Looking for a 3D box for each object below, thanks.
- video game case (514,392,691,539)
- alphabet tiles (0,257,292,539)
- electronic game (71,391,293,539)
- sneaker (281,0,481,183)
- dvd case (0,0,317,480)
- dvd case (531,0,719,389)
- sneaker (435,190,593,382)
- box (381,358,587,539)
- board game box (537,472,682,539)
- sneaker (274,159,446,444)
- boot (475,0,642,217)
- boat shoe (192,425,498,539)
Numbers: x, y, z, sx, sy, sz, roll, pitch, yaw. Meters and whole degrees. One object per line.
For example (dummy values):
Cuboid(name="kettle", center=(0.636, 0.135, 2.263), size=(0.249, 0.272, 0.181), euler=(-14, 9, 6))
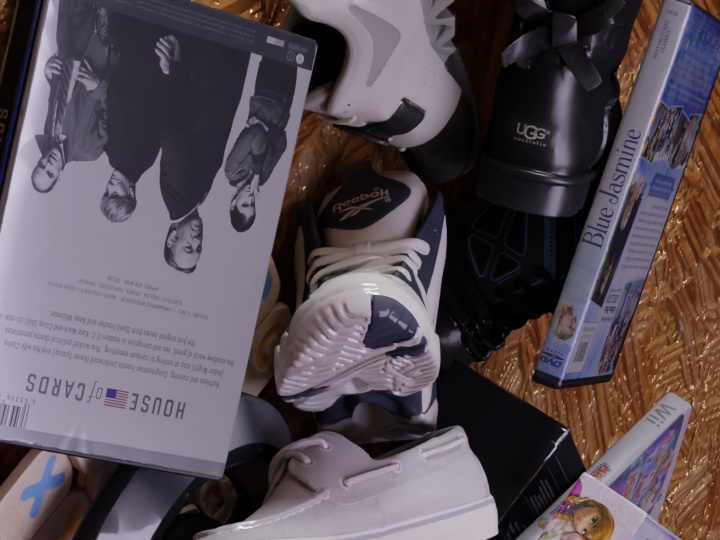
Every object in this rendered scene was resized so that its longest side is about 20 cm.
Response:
Cuboid(name="video game case", center=(0.100, 0.166, 1.485), size=(0.200, 0.018, 0.143), euler=(-40, 152, -37))
Cuboid(name="alphabet tiles", center=(-0.094, 0.070, 1.298), size=(0.196, 0.015, 0.200), euler=(-52, 150, -24))
Cuboid(name="electronic game", center=(-0.087, 0.151, 1.315), size=(0.200, 0.042, 0.200), euler=(-42, 143, -44))
Cuboid(name="sneaker", center=(0.001, -0.097, 1.338), size=(0.088, 0.074, 0.200), euler=(-34, 147, -10))
Cuboid(name="dvd case", center=(-0.099, -0.019, 1.204), size=(0.150, 0.025, 0.200), euler=(14, 88, -42))
Cuboid(name="dvd case", center=(0.139, -0.037, 1.427), size=(0.143, 0.018, 0.200), euler=(3, 106, -75))
Cuboid(name="sneaker", center=(0.073, 0.002, 1.480), size=(0.200, 0.082, 0.073), euler=(-54, 148, -19))
Cuboid(name="box", center=(0.054, 0.150, 1.492), size=(0.141, 0.079, 0.200), euler=(-55, 158, -11))
Cuboid(name="board game box", center=(0.094, 0.209, 1.449), size=(0.200, 0.041, 0.200), euler=(-56, 160, -2))
Cuboid(name="sneaker", center=(0.000, 0.000, 1.340), size=(0.199, 0.079, 0.130), euler=(55, 28, -71))
Cuboid(name="boot", center=(0.108, -0.120, 1.386), size=(0.198, 0.073, 0.163), euler=(-46, 151, -75))
Cuboid(name="boat shoe", center=(-0.011, 0.109, 1.312), size=(0.200, 0.072, 0.069), euler=(-9, 81, -42))
